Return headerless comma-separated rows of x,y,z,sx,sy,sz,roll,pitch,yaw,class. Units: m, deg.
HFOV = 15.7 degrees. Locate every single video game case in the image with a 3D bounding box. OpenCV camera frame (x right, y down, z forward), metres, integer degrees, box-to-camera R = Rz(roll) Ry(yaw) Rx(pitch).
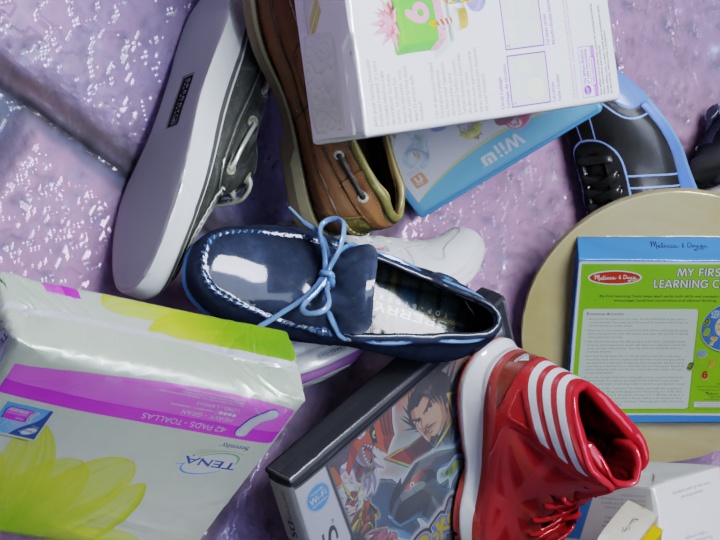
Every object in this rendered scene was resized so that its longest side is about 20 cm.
0.036,0.138,1.653,0.200,0.025,0.182,-39,131,-29,video game case
0.040,-0.144,1.644,0.200,0.143,0.018,52,20,-23,video game case

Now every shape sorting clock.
0.206,0.037,1.750,0.198,0.039,0.201,-1,118,-3,shape sorting clock

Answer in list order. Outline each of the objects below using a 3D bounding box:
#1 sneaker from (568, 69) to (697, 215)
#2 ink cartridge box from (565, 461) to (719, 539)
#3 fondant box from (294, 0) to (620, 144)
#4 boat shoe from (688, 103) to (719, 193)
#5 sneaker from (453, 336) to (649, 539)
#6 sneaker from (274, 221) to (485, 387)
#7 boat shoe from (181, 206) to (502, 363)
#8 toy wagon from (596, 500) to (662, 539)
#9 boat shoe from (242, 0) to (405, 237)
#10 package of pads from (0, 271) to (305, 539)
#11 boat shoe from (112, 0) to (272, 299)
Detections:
0.183,-0.045,1.770,0.078,0.070,0.201,-46,114,-32,sneaker
0.191,0.232,1.742,0.067,0.116,0.202,-12,97,-37,ink cartridge box
0.056,-0.160,1.549,0.199,0.058,0.145,-10,94,-37,fondant box
0.302,-0.037,1.855,0.200,0.074,0.093,48,47,-36,boat shoe
0.122,0.147,1.642,0.078,0.115,0.201,-36,130,-32,sneaker
0.000,0.000,1.638,0.199,0.075,0.100,-26,88,-39,sneaker
-0.006,0.005,1.554,0.199,0.069,0.085,7,78,-25,boat shoe
0.134,0.242,1.629,0.155,0.039,0.201,-33,144,-64,toy wagon
-0.017,-0.120,1.577,0.072,0.068,0.201,-32,111,-54,boat shoe
-0.151,0.089,1.490,0.199,0.155,0.068,13,39,-33,package of pads
-0.091,-0.071,1.578,0.063,0.071,0.201,27,72,-30,boat shoe
